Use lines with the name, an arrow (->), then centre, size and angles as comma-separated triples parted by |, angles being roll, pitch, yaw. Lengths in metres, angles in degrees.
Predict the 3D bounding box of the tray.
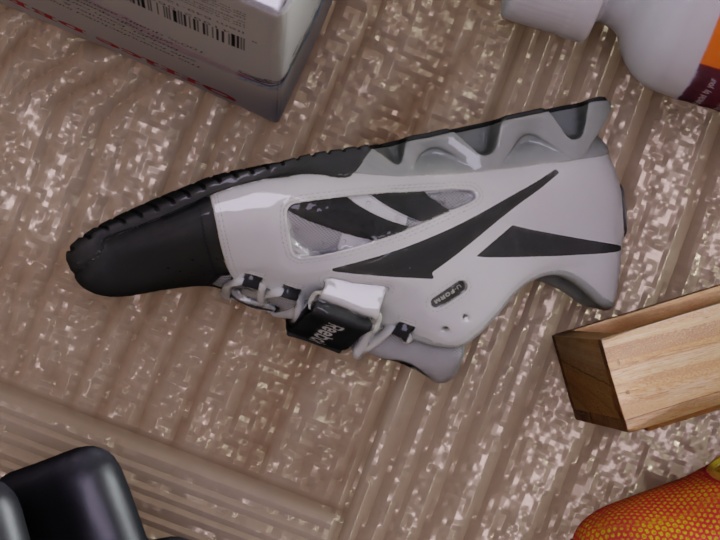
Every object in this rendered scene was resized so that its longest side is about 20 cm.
tray -> 0.173, 0.011, 0.878 | 0.199, 0.099, 0.037 | -17, 91, -5

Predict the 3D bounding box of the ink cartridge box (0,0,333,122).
ink cartridge box -> -0.063, -0.155, 0.829 | 0.147, 0.200, 0.145 | 24, 83, -1

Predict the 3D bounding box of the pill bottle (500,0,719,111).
pill bottle -> 0.156, -0.103, 0.883 | 0.199, 0.110, 0.110 | 16, 86, -2

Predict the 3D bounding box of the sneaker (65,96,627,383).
sneaker -> 0.000, 0.000, 0.884 | 0.199, 0.074, 0.089 | -11, 91, -8

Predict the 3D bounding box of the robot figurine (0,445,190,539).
robot figurine -> -0.094, 0.164, 0.847 | 0.149, 0.125, 0.201 | -18, 87, 2

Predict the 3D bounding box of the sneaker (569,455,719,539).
sneaker -> 0.164, 0.068, 0.890 | 0.199, 0.073, 0.078 | -13, 100, -15
